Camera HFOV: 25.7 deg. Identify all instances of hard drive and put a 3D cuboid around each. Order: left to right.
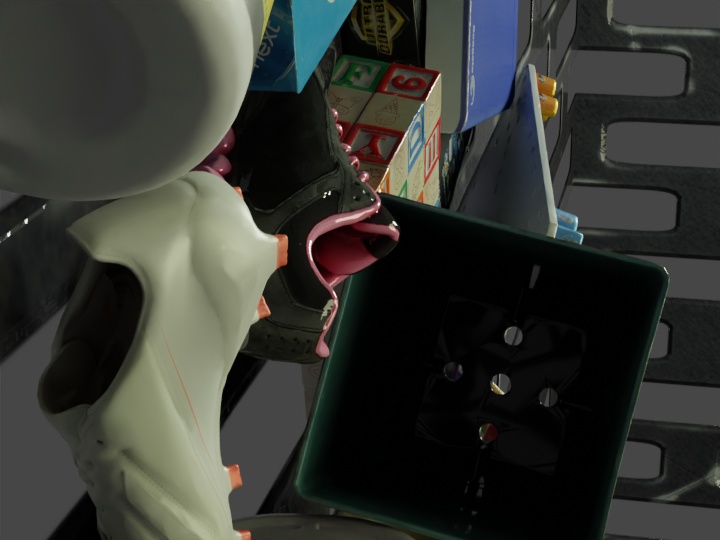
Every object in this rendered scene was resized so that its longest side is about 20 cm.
[{"bbox_3d":[0.071,-0.158,0.958,0.200,0.025,0.133,-36,128,-74],"label":"hard drive"}]

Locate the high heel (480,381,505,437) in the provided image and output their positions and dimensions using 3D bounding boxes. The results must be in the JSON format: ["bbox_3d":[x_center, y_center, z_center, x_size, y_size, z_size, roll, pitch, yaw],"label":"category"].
[{"bbox_3d":[0.111,0.077,1.260,0.071,0.141,0.202,47,48,-74],"label":"high heel"}]

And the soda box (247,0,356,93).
[{"bbox_3d":[-0.034,-0.146,0.679,0.200,0.063,0.068,-68,158,-58],"label":"soda box"}]

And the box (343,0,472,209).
[{"bbox_3d":[0.034,-0.139,0.963,0.160,0.045,0.201,-72,160,-46],"label":"box"}]

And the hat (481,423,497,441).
[{"bbox_3d":[0.021,0.229,1.028,0.177,0.199,0.165,60,-27,-6],"label":"hat"}]

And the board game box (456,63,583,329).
[{"bbox_3d":[0.088,-0.004,1.040,0.201,0.026,0.201,-89,-162,-54],"label":"board game box"}]

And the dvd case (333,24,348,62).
[{"bbox_3d":[-0.007,-0.167,0.921,0.201,0.016,0.150,-72,162,-46],"label":"dvd case"}]

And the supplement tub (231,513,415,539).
[{"bbox_3d":[-0.026,0.218,0.689,0.123,0.121,0.202,-43,135,-73],"label":"supplement tub"}]

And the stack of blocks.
[{"bbox_3d":[0.000,0.000,0.868,0.116,0.058,0.201,-62,158,-44],"label":"stack of blocks"}]

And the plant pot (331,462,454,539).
[{"bbox_3d":[0.037,0.238,0.854,0.174,0.199,0.200,-61,-177,32],"label":"plant pot"}]

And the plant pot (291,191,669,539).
[{"bbox_3d":[0.064,0.057,0.796,0.200,0.140,0.143,31,74,-82],"label":"plant pot"}]

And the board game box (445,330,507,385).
[{"bbox_3d":[0.050,0.054,1.014,0.200,0.032,0.121,180,-70,-79],"label":"board game box"}]

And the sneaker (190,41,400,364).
[{"bbox_3d":[-0.027,-0.032,0.655,0.201,0.094,0.080,-73,172,-47],"label":"sneaker"}]

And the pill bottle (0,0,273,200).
[{"bbox_3d":[-0.064,-0.128,0.415,0.115,0.113,0.201,79,18,-51],"label":"pill bottle"}]

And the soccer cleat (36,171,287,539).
[{"bbox_3d":[-0.079,0.057,0.553,0.077,0.069,0.202,-13,127,-36],"label":"soccer cleat"}]
